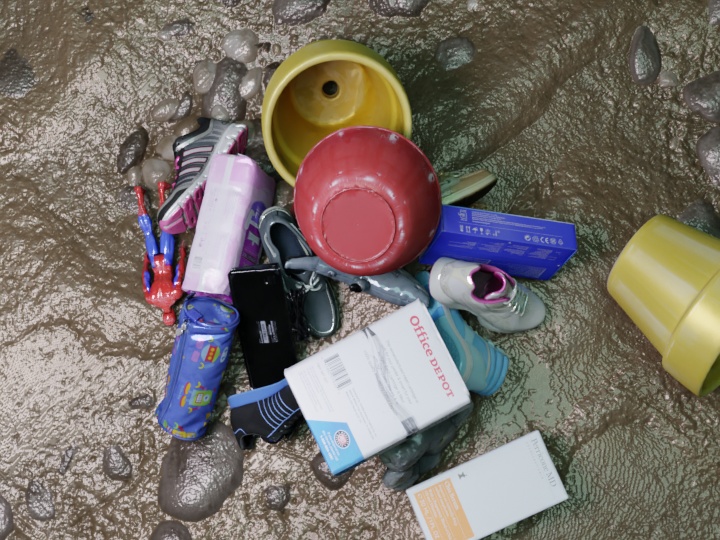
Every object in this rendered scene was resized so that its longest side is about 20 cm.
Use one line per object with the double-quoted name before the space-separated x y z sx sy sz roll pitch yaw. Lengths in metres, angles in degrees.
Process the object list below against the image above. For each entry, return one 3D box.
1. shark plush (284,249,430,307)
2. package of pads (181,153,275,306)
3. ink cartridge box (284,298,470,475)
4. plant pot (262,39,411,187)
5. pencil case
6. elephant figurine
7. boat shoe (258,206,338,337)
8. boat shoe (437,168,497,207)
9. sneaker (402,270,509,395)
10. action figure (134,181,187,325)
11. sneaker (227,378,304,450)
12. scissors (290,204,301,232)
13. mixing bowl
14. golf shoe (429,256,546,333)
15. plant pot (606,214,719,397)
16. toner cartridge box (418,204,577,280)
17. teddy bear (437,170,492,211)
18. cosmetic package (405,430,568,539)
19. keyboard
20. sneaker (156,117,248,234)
"shark plush" 0.000 0.000 1.703 0.198 0.084 0.091 23 120 -18
"package of pads" -0.181 -0.054 1.761 0.075 0.120 0.203 10 82 17
"ink cartridge box" 0.024 0.151 1.604 0.198 0.084 0.146 -27 78 0
"plant pot" -0.037 -0.225 1.718 0.197 0.189 0.204 -2 116 -4
"pencil case" -0.226 0.133 1.715 0.078 0.086 0.202 39 121 39
"elephant figurine" 0.025 0.187 1.714 0.154 0.142 0.200 -28 61 -29
"boat shoe" -0.085 0.009 1.747 0.072 0.062 0.202 -24 104 -3
"boat shoe" 0.090 -0.100 1.710 0.198 0.073 0.064 -24 79 -3
"sneaker" 0.136 0.095 1.744 0.080 0.130 0.202 -44 43 27
"action figure" -0.284 -0.021 1.803 0.064 0.052 0.203 -9 80 7
"sneaker" -0.097 0.190 1.718 0.198 0.070 0.079 -20 77 36
"scissors" -0.018 -0.048 1.804 0.197 0.014 0.074 17 75 4
"mixing bowl" 0.004 -0.073 1.599 0.197 0.109 0.203 2 109 6
"golf shoe" 0.186 0.038 1.697 0.198 0.091 0.076 19 76 -33
"plant pot" 0.438 0.031 1.673 0.188 0.201 0.201 39 86 24
"toner cartridge box" 0.185 -0.037 1.708 0.197 0.095 0.044 8 62 -17
"teddy bear" 0.093 -0.076 1.779 0.197 0.067 0.147 7 86 -4
"cosmetic package" 0.170 0.303 1.705 0.198 0.071 0.103 -25 80 0
"keyboard" -0.117 0.074 1.739 0.102 0.040 0.202 -3 122 7
"sneaker" -0.242 -0.141 1.798 0.087 0.074 0.201 24 67 16
